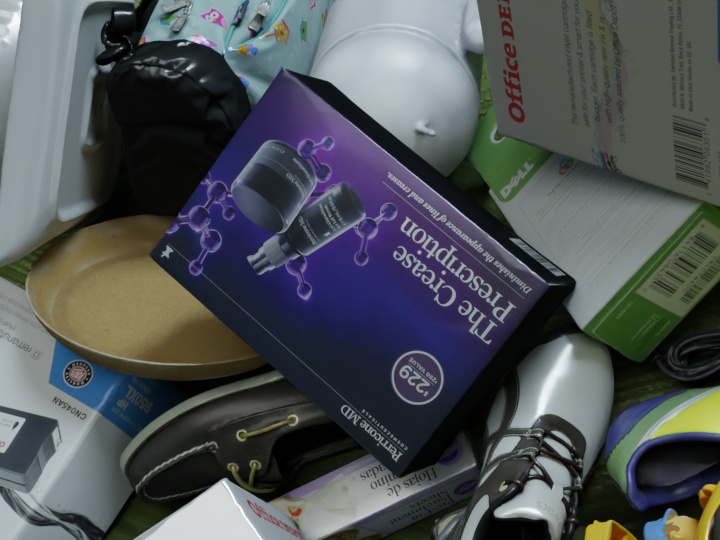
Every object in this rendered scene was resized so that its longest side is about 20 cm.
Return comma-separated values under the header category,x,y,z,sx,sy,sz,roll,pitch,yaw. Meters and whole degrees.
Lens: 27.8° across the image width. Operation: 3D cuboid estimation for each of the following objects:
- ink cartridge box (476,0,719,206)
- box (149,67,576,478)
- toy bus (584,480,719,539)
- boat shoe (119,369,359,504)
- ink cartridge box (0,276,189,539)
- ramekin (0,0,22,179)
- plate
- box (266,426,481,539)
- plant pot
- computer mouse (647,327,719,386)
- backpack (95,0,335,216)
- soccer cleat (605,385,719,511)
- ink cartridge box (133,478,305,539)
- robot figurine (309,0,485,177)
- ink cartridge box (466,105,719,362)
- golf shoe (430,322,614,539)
category,x,y,z,sx,sy,sz,roll,pitch,yaw
ink cartridge box,0.184,-0.145,0.800,0.200,0.147,0.145,24,52,35
box,0.000,0.000,0.844,0.200,0.079,0.141,40,104,15
toy bus,0.163,0.191,0.761,0.192,0.136,0.200,2,60,40
boat shoe,-0.056,0.103,0.915,0.201,0.072,0.061,-25,58,5
ink cartridge box,-0.232,0.126,0.964,0.144,0.084,0.200,24,74,31
ramekin,-0.255,-0.138,1.058,0.105,0.200,0.201,12,67,16
plate,-0.190,-0.112,0.983,0.032,0.200,0.200,10,101,4
box,-0.019,0.152,0.893,0.200,0.041,0.039,-26,58,5
plant pot,-0.118,0.018,0.957,0.200,0.028,0.200,3,28,-2
computer mouse,0.217,-0.021,0.900,0.140,0.046,0.200,-29,57,17
backpack,-0.093,-0.149,1.026,0.126,0.167,0.200,16,51,8
soccer cleat,0.232,0.084,0.804,0.200,0.065,0.084,-23,21,15
ink cartridge box,-0.034,0.220,0.774,0.084,0.146,0.200,-36,69,-1
robot figurine,0.023,-0.125,0.964,0.169,0.113,0.200,-36,24,26
ink cartridge box,0.147,-0.050,0.898,0.104,0.059,0.200,-49,38,18
golf shoe,0.102,0.121,0.821,0.078,0.094,0.200,31,76,-14
